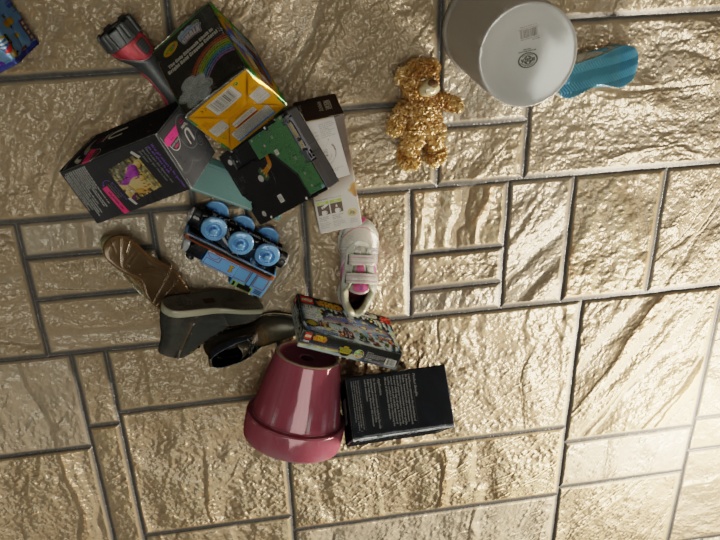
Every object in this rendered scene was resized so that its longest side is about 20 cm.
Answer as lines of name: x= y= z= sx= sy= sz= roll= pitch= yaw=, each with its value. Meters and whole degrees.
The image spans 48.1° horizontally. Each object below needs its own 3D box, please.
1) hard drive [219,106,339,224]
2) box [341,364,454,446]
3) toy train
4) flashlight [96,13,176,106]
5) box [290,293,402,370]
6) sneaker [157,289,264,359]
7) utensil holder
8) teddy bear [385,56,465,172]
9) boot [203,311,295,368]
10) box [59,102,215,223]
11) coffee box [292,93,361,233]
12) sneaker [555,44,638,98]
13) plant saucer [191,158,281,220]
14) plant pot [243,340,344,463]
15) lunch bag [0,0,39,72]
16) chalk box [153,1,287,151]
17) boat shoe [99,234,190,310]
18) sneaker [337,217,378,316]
hard drive: x=-0.137 y=-0.169 z=1.333 sx=0.199 sy=0.038 sz=0.140 roll=-22 pitch=103 yaw=48
box: x=0.065 y=0.268 z=1.582 sx=0.194 sy=0.200 sz=0.125 roll=-5 pitch=76 yaw=-6
toy train: x=-0.229 y=-0.039 z=1.445 sx=0.199 sy=0.087 sz=0.115 roll=26 pitch=117 yaw=-22
flashlight: x=-0.333 y=-0.309 z=1.296 sx=0.068 sy=0.068 sz=0.201 roll=-33 pitch=123 yaw=3
box: x=-0.029 y=0.115 z=1.532 sx=0.198 sy=0.137 sz=0.040 roll=16 pitch=113 yaw=-18
sneaker: x=-0.281 y=0.099 z=1.500 sx=0.198 sy=0.075 sz=0.107 roll=-1 pitch=121 yaw=-31
utensil holder: x=0.235 y=-0.364 z=1.286 sx=0.168 sy=0.201 sz=0.172 roll=-4 pitch=120 yaw=-8
teddy bear: x=0.110 y=-0.262 z=1.394 sx=0.143 sy=0.067 sz=0.202 roll=7 pitch=117 yaw=-16
boot: x=-0.201 y=0.139 z=1.536 sx=0.198 sy=0.097 sz=0.075 roll=-11 pitch=120 yaw=-4
box: x=-0.355 y=-0.174 z=1.294 sx=0.198 sy=0.123 sz=0.107 roll=-16 pitch=122 yaw=22
coffee box: x=-0.056 y=-0.183 z=1.380 sx=0.079 sy=0.115 sz=0.202 roll=-12 pitch=120 yaw=-4
sneaker: x=0.396 y=-0.352 z=1.397 sx=0.198 sy=0.081 sz=0.077 roll=-16 pitch=120 yaw=-24
plant saucer: x=-0.222 y=-0.147 z=1.426 sx=0.198 sy=0.019 sz=0.070 roll=19 pitch=113 yaw=-18
plant pot: x=-0.116 y=0.243 z=1.559 sx=0.198 sy=0.200 sz=0.181 roll=9 pitch=106 yaw=-14
lunch bag: x=-0.621 y=-0.355 z=1.215 sx=0.198 sy=0.094 sz=0.151 roll=-20 pitch=121 yaw=15
chalk box: x=-0.226 y=-0.314 z=1.256 sx=0.124 sy=0.201 sz=0.124 roll=-35 pitch=151 yaw=12
boat shoe: x=-0.386 y=0.004 z=1.460 sx=0.073 sy=0.063 sz=0.200 roll=-48 pitch=121 yaw=-13
sneaker: x=0.000 y=0.000 z=1.502 sx=0.080 sy=0.088 sz=0.202 roll=-4 pitch=118 yaw=-8
